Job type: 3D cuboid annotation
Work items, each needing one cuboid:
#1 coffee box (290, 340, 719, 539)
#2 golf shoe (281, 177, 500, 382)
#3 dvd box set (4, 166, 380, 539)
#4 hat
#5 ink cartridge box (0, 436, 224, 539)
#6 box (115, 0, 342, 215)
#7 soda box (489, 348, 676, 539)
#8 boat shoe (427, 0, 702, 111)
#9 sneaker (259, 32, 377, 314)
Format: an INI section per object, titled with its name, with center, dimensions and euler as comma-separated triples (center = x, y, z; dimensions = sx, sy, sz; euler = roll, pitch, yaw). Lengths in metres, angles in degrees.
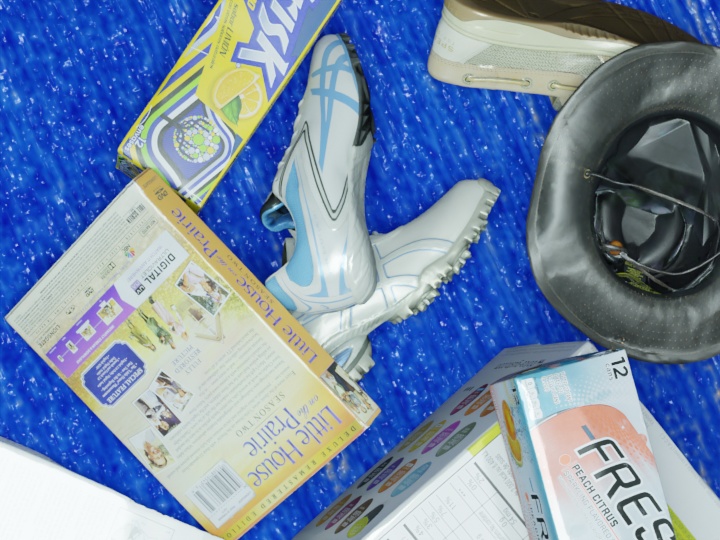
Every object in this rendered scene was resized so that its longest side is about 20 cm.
[coffee box]
center = 0.099, 0.181, 1.153
dimensions = 0.198, 0.200, 0.200
euler = -40, 93, -10
[golf shoe]
center = 0.000, 0.000, 1.221
dimensions = 0.097, 0.078, 0.200
euler = 44, 79, 4
[dvd box set]
center = -0.103, 0.055, 1.177
dimensions = 0.200, 0.029, 0.146
euler = 46, 124, -1
[hat]
center = 0.193, -0.046, 1.250
dimensions = 0.199, 0.081, 0.202
euler = 0, 97, -3
[ink cartridge box]
center = -0.202, 0.198, 1.191
dimensions = 0.199, 0.050, 0.163
euler = 25, 81, -13
[box]
center = -0.072, -0.134, 1.222
dimensions = 0.064, 0.070, 0.201
euler = 33, 81, -4
[soda box]
center = 0.127, 0.145, 1.023
dimensions = 0.063, 0.068, 0.201
euler = -15, 86, -10
[boat shoe]
center = 0.140, -0.134, 1.261
dimensions = 0.199, 0.072, 0.065
euler = 8, 120, -19
[sneaker]
center = -0.026, -0.064, 1.198
dimensions = 0.072, 0.072, 0.201
euler = -3, 56, 6
